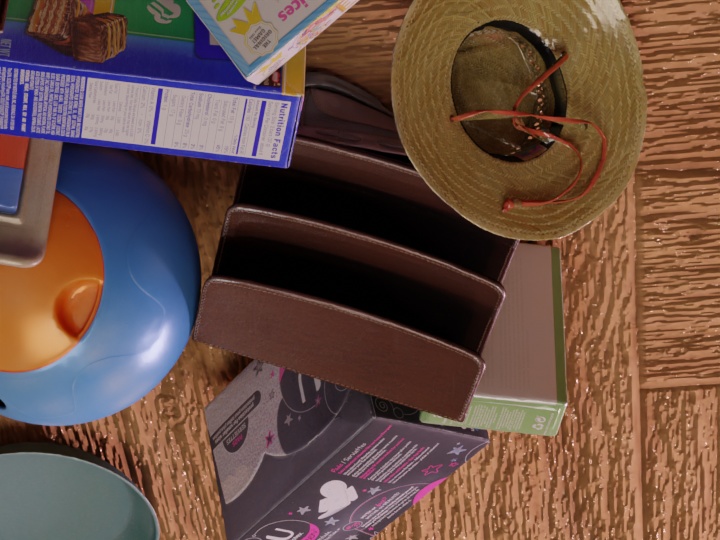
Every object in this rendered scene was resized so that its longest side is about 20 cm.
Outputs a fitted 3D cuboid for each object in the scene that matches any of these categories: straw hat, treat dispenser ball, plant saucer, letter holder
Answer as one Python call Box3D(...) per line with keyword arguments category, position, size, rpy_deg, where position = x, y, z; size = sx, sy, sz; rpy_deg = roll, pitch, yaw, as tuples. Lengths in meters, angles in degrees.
Box3D(category="straw hat", position=(0.091, -0.119, 1.588), size=(0.200, 0.202, 0.085), rpy_deg=(23, 175, -23))
Box3D(category="treat dispenser ball", position=(-0.210, 0.006, 1.643), size=(0.199, 0.202, 0.202), rpy_deg=(0, 137, 0))
Box3D(category="plant saucer", position=(-0.265, 0.201, 1.969), size=(0.198, 0.036, 0.201), rpy_deg=(0, 137, 0))
Box3D(category="letter holder", position=(0.000, 0.000, 1.614), size=(0.199, 0.101, 0.143), rpy_deg=(17, 144, -1))

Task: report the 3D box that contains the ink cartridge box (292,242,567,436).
Box3D(category="ink cartridge box", position=(0.049, 0.039, 1.717), size=(0.198, 0.146, 0.048), rpy_deg=(6, 142, -6))

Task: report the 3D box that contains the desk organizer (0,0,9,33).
Box3D(category="desk organizer", position=(-0.250, -0.218, 1.408), size=(0.071, 0.201, 0.077), rpy_deg=(-21, 131, 21))

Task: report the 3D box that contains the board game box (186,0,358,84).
Box3D(category="board game box", position=(-0.029, -0.226, 1.400), size=(0.200, 0.034, 0.135), rpy_deg=(-39, 83, 7))

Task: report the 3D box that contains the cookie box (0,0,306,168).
Box3D(category="cookie box", position=(-0.133, -0.163, 1.487), size=(0.198, 0.172, 0.075), rpy_deg=(6, 144, -7))

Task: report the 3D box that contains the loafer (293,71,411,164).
Box3D(category="loafer", position=(0.030, -0.072, 1.660), size=(0.199, 0.063, 0.072), rpy_deg=(22, 132, -21))

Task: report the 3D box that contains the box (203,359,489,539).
Box3D(category="box", position=(-0.016, 0.115, 1.793), size=(0.114, 0.133, 0.200), rpy_deg=(14, 139, -36))

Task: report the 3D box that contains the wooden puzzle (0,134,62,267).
Box3D(category="wooden puzzle", position=(-0.280, -0.113, 1.524), size=(0.184, 0.202, 0.046), rpy_deg=(9, 169, -9))
